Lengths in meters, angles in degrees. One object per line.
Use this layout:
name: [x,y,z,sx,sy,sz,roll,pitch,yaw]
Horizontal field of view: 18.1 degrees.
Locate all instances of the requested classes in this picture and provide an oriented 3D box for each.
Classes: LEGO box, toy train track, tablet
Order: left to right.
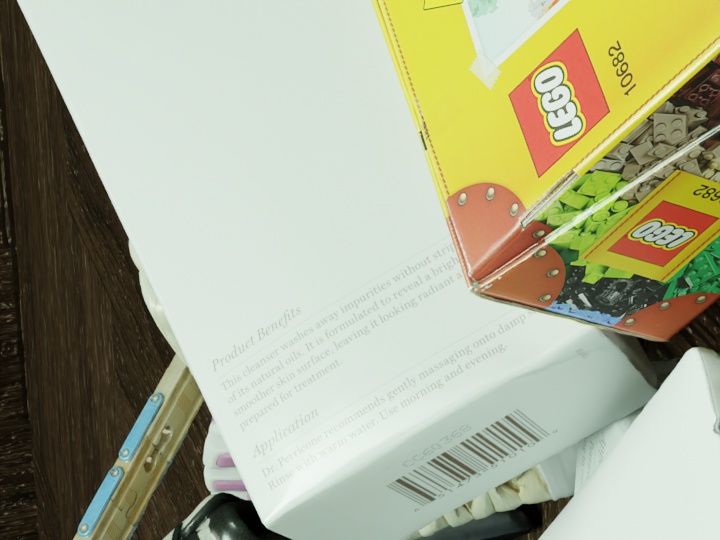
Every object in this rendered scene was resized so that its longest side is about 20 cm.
toy train track: [-0.089,0.106,0.848,0.201,0.032,0.115,-63,-32,-22]
LEGO box: [0.073,-0.109,0.588,0.149,0.077,0.201,-43,49,35]
tablet: [0.081,0.117,0.632,0.200,0.014,0.131,115,145,-62]

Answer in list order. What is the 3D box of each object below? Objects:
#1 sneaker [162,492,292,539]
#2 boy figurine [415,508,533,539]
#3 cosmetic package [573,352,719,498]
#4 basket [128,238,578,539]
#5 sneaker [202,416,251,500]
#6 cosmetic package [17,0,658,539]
sneaker: [-0.076,0.132,0.931,0.076,0.199,0.088,49,144,35]
boy figurine: [0.028,0.022,0.974,0.124,0.064,0.202,130,129,-78]
cosmetic package: [0.125,0.113,0.628,0.200,0.073,0.102,-124,30,-57]
basket: [0.000,0.000,0.815,0.200,0.123,0.136,60,-171,-50]
sneaker: [-0.035,0.035,1.009,0.089,0.080,0.201,-77,-20,-51]
cosmetic package: [-0.011,-0.030,0.666,0.201,0.112,0.081,65,-168,24]
